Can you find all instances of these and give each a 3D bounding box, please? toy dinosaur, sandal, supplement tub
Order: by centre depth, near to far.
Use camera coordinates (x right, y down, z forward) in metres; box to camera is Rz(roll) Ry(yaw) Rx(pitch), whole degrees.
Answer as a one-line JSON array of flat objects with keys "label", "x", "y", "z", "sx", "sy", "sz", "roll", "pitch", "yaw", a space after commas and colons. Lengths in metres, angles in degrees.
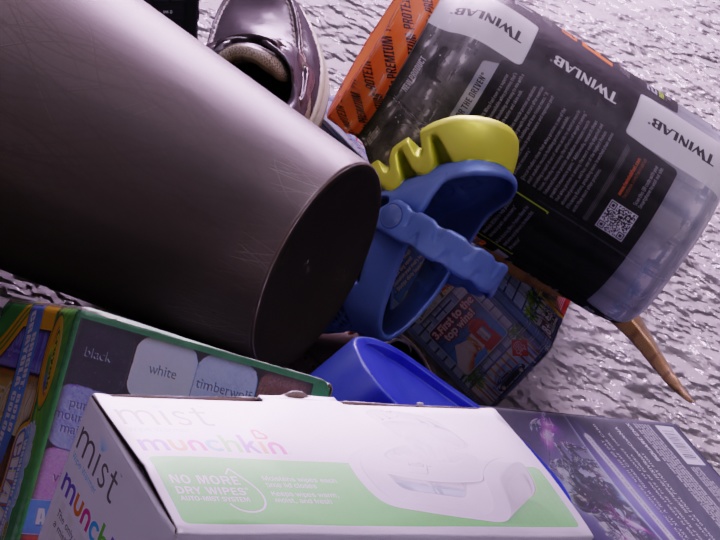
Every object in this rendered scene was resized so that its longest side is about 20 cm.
[{"label": "sandal", "x": 0.000, "y": 0.000, "z": 1.502, "sx": 0.079, "sy": 0.199, "sz": 0.087, "roll": 27, "pitch": 39, "yaw": -50}, {"label": "supplement tub", "x": 0.090, "y": -0.070, "z": 1.580, "sx": 0.199, "sy": 0.123, "sz": 0.123, "roll": 32, "pitch": 29, "yaw": -6}, {"label": "toy dinosaur", "x": 0.113, "y": -0.007, "z": 1.667, "sx": 0.199, "sy": 0.060, "sz": 0.106, "roll": 33, "pitch": 55, "yaw": -5}]

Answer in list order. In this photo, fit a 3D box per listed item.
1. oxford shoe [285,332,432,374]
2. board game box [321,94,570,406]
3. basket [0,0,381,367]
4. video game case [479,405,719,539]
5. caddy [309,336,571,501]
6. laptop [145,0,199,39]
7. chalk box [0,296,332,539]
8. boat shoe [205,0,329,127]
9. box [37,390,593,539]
[{"label": "oxford shoe", "x": -0.005, "y": 0.050, "z": 1.574, "sx": 0.071, "sy": 0.073, "sz": 0.200, "roll": -12, "pitch": 47, "yaw": -48}, {"label": "board game box", "x": 0.037, "y": -0.041, "z": 1.723, "sx": 0.200, "sy": 0.062, "sz": 0.200, "roll": 40, "pitch": 29, "yaw": -6}, {"label": "basket", "x": -0.102, "y": -0.044, "z": 1.447, "sx": 0.199, "sy": 0.136, "sz": 0.180, "roll": 28, "pitch": 55, "yaw": 21}, {"label": "video game case", "x": 0.146, "y": 0.129, "z": 1.601, "sx": 0.199, "sy": 0.019, "sz": 0.143, "roll": 7, "pitch": 34, "yaw": -44}, {"label": "caddy", "x": 0.023, "y": 0.128, "z": 1.428, "sx": 0.200, "sy": 0.105, "sz": 0.142, "roll": 36, "pitch": 21, "yaw": -30}, {"label": "laptop", "x": -0.183, "y": -0.119, "z": 1.595, "sx": 0.176, "sy": 0.201, "sz": 0.103, "roll": 1, "pitch": -10, "yaw": 8}, {"label": "chalk box", "x": -0.098, "y": 0.089, "z": 1.297, "sx": 0.124, "sy": 0.125, "sz": 0.200, "roll": 17, "pitch": -3, "yaw": -18}, {"label": "boat shoe", "x": -0.058, "y": -0.097, "z": 1.594, "sx": 0.071, "sy": 0.065, "sz": 0.201, "roll": -2, "pitch": 45, "yaw": 8}, {"label": "box", "x": -0.034, "y": 0.146, "z": 1.194, "sx": 0.199, "sy": 0.177, "sz": 0.097, "roll": 5, "pitch": 31, "yaw": -34}]
